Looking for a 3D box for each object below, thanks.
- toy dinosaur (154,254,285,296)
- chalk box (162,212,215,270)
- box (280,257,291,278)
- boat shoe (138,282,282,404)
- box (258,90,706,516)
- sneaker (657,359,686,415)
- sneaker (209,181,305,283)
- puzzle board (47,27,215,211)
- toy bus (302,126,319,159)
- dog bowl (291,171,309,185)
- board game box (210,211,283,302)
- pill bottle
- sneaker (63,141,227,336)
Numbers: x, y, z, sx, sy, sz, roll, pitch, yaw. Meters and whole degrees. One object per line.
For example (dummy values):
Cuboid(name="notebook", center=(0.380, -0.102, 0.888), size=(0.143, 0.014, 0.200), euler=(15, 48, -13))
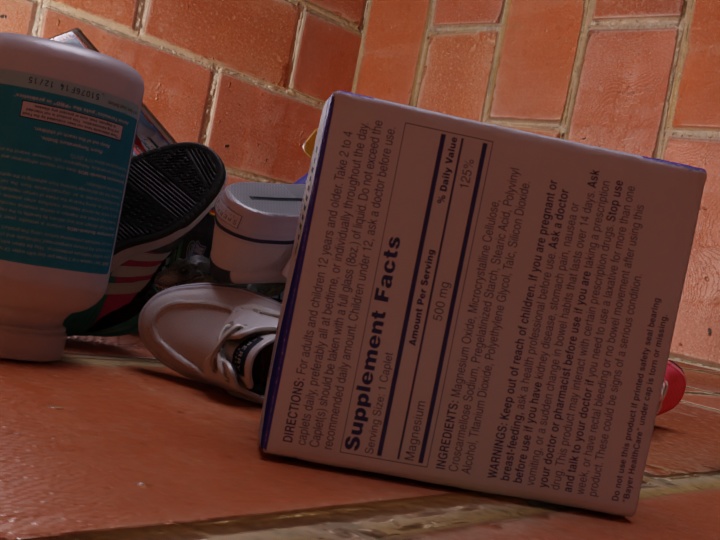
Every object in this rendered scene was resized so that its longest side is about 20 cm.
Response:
Cuboid(name="toy dinosaur", center=(-0.099, 0.032, 0.767), size=(0.047, 0.089, 0.200), euler=(0, 0, 20))
Cuboid(name="chalk box", center=(-0.196, -0.005, 0.900), size=(0.124, 0.125, 0.200), euler=(12, -1, 29))
Cuboid(name="box", center=(0.032, 0.045, 0.652), size=(0.200, 0.039, 0.041), euler=(39, -5, -29))
Cuboid(name="boat shoe", center=(-0.066, 0.054, 0.602), size=(0.199, 0.071, 0.070), euler=(18, 0, 16))
Cuboid(name="box", center=(0.059, 0.018, 0.503), size=(0.199, 0.185, 0.105), euler=(11, 2, -6))
Cuboid(name="sneaker", center=(0.249, 0.121, 0.851), size=(0.200, 0.074, 0.087), euler=(6, 17, -36))
Cuboid(name="sneaker", center=(-0.026, -0.022, 0.682), size=(0.199, 0.071, 0.073), euler=(3, 34, -37))
Cuboid(name="puzzle board", center=(-0.213, -0.129, 0.835), size=(0.200, 0.017, 0.151), euler=(51, -19, -27))
Cuboid(name="toy bus", center=(0.035, -0.084, 0.947), size=(0.200, 0.078, 0.065), euler=(41, 5, -4))
Cuboid(name="dog bowl", center=(0.000, 0.000, 0.833), size=(0.200, 0.079, 0.200), euler=(47, -17, 20))
Cuboid(name="board game box", center=(-0.104, 0.006, 1.030), size=(0.199, 0.103, 0.105), euler=(22, 3, 23))
Cuboid(name="pill bottle", center=(-0.214, -0.045, 0.605), size=(0.110, 0.201, 0.111), euler=(11, 0, 0))
Cuboid(name="sneaker", center=(-0.177, -0.014, 0.730), size=(0.084, 0.200, 0.121), euler=(53, 0, 15))
